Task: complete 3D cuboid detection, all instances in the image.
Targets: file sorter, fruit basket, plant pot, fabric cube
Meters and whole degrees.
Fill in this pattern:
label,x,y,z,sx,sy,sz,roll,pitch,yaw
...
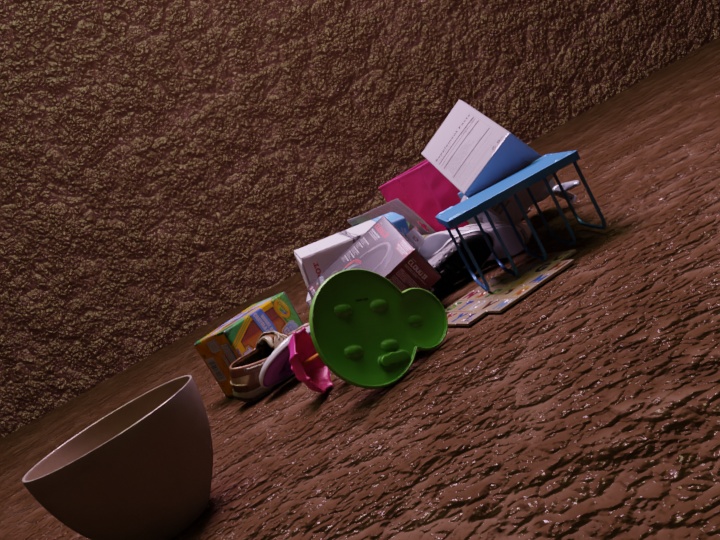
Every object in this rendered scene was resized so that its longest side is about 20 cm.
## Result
label,x,y,z,sx,sy,sz,roll,pitch,yaw
file sorter,0.232,-0.072,1.022,0.200,0.123,0.139,-28,6,3
fruit basket,0.090,-0.080,1.518,0.200,0.185,0.094,-25,34,52
plant pot,-0.242,0.226,0.773,0.200,0.135,0.200,-28,7,4
fabric cube,0.199,-0.163,1.578,0.196,0.200,0.200,-33,8,-24

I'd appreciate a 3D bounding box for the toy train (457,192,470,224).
label,x,y,z,sx,sy,sz,roll,pitch,yaw
toy train,0.284,-0.148,1.459,0.085,0.116,0.200,-21,10,47

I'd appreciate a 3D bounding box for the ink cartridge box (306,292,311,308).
label,x,y,z,sx,sy,sz,roll,pitch,yaw
ink cartridge box,-0.028,0.049,1.431,0.144,0.085,0.200,-29,8,0

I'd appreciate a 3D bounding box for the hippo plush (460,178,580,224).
label,x,y,z,sx,sy,sz,roll,pitch,yaw
hippo plush,0.279,-0.124,1.324,0.161,0.200,0.159,-54,-19,-6

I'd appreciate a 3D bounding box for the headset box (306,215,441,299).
label,x,y,z,sx,sy,sz,roll,pitch,yaw
headset box,0.024,0.013,1.108,0.200,0.075,0.149,-43,30,5

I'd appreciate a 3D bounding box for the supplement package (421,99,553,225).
label,x,y,z,sx,sy,sz,roll,pitch,yaw
supplement package,0.211,-0.184,1.179,0.120,0.121,0.200,-54,29,15

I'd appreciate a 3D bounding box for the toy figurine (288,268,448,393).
label,x,y,z,sx,sy,sz,roll,pitch,yaw
toy figurine,-0.013,0.096,0.932,0.200,0.151,0.184,-8,-16,-32

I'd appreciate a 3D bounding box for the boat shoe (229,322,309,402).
label,x,y,z,sx,sy,sz,roll,pitch,yaw
boat shoe,-0.143,0.142,1.194,0.076,0.074,0.200,3,30,40

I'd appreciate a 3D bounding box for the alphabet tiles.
label,x,y,z,sx,sy,sz,roll,pitch,yaw
alphabet tiles,0.201,0.025,0.979,0.200,0.006,0.166,-31,6,-19

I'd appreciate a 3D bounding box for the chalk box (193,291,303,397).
label,x,y,z,sx,sy,sz,roll,pitch,yaw
chalk box,-0.181,0.128,1.309,0.124,0.125,0.200,-22,11,49

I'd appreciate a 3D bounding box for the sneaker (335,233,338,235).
label,x,y,z,sx,sy,sz,roll,pitch,yaw
sneaker,-0.044,-0.033,1.455,0.071,0.073,0.200,-43,1,-7

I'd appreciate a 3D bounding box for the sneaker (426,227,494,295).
label,x,y,z,sx,sy,sz,roll,pitch,yaw
sneaker,0.133,0.011,1.144,0.200,0.073,0.112,-34,9,21

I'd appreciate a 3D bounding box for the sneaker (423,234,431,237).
label,x,y,z,sx,sy,sz,roll,pitch,yaw
sneaker,0.164,-0.032,1.352,0.088,0.077,0.200,-18,15,7

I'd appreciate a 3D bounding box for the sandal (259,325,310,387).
label,x,y,z,sx,sy,sz,roll,pitch,yaw
sandal,-0.079,0.132,1.148,0.050,0.083,0.202,32,47,32

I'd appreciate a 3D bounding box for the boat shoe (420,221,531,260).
label,x,y,z,sx,sy,sz,roll,pitch,yaw
boat shoe,0.199,-0.044,1.215,0.200,0.074,0.065,-3,16,32

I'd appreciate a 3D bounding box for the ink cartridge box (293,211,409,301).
label,x,y,z,sx,sy,sz,roll,pitch,yaw
ink cartridge box,0.000,0.000,1.252,0.200,0.147,0.086,-21,17,-8
